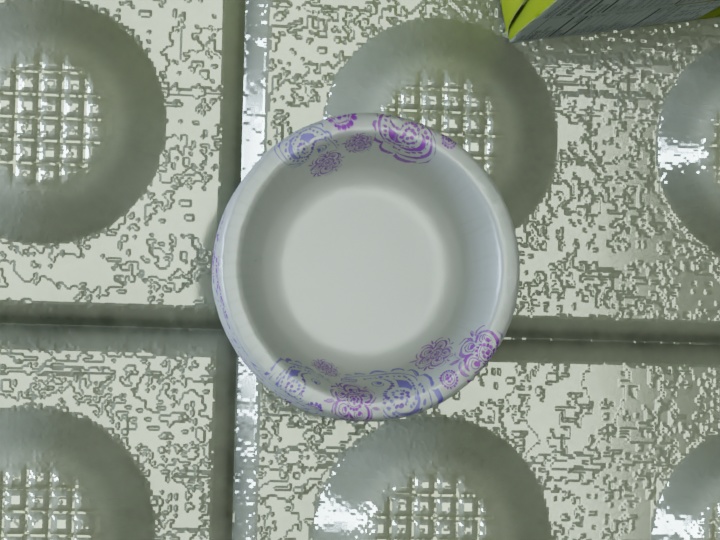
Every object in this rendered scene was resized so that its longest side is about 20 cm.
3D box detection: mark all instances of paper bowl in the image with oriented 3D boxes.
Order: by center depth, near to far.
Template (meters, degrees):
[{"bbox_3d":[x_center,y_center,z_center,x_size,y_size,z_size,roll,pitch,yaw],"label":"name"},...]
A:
[{"bbox_3d":[0.000,0.000,1.452,0.199,0.104,0.202,0,87,-8],"label":"paper bowl"}]

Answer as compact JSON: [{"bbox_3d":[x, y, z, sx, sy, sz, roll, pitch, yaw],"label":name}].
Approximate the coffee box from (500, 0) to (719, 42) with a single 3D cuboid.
[{"bbox_3d":[0.193,-0.277,1.450,0.197,0.200,0.201,-8,87,-8],"label":"coffee box"}]
